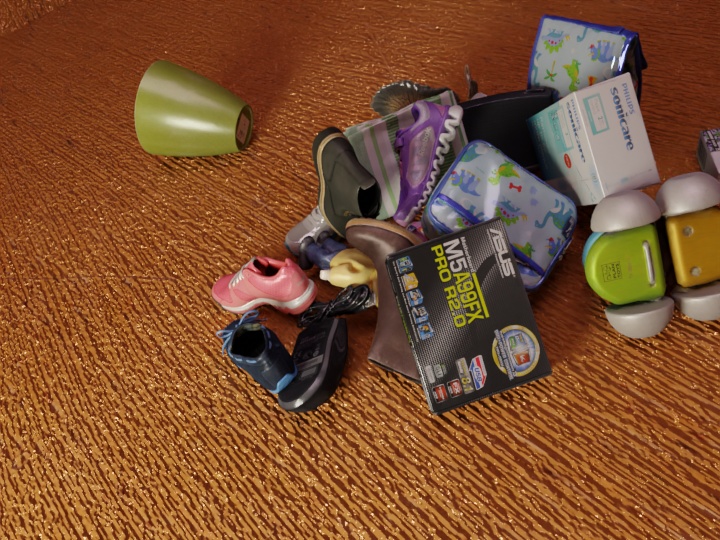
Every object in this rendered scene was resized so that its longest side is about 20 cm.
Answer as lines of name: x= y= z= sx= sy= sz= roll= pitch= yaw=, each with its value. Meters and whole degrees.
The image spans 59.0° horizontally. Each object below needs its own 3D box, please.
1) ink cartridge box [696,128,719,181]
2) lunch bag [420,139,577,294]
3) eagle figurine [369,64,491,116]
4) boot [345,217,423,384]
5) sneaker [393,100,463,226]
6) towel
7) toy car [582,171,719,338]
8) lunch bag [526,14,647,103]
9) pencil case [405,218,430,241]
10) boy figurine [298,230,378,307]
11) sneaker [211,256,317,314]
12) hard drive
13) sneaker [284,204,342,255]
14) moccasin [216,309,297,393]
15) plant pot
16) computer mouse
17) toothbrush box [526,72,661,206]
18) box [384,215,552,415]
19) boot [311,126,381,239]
ink cartridge box: x=0.618 y=-0.169 z=0.944 sx=0.193 sy=0.051 sz=0.111 roll=-4 pitch=45 yaw=14
lunch bag: x=0.192 y=-0.067 z=0.891 sx=0.198 sy=0.083 sz=0.162 roll=38 pitch=73 yaw=6
eagle figurine: x=0.132 y=-0.259 z=1.133 sx=0.194 sy=0.153 sz=0.154 roll=-18 pitch=57 yaw=-16
boot: x=0.042 y=0.038 z=0.841 sx=0.195 sy=0.073 sz=0.170 roll=26 pitch=72 yaw=1
sneaker: x=0.084 y=-0.171 z=0.977 sx=0.086 sy=0.080 sz=0.206 roll=22 pitch=85 yaw=-6
towel: x=0.082 y=-0.185 z=1.023 sx=0.195 sy=0.157 sz=0.023 roll=-23 pitch=10 yaw=-7
toy car: x=0.377 y=-0.024 z=0.820 sx=0.193 sy=0.181 sz=0.150 roll=-15 pitch=9 yaw=2
lunch bag: x=0.369 y=-0.310 z=1.051 sx=0.127 sy=0.204 sz=0.168 roll=-40 pitch=47 yaw=-23
pencil case: x=0.155 y=-0.084 z=0.979 sx=0.198 sy=0.089 sz=0.087 roll=-36 pitch=47 yaw=-15
boy figurine: x=0.000 y=0.000 z=0.959 sx=0.197 sy=0.066 sz=0.123 roll=27 pitch=31 yaw=31
sneaker: x=-0.157 y=0.011 z=0.970 sx=0.194 sy=0.088 sz=0.075 roll=-2 pitch=44 yaw=31
hard drive: x=0.227 y=-0.220 z=1.055 sx=0.193 sy=0.140 sz=0.042 roll=-8 pitch=12 yaw=12
sneaker: x=-0.045 y=-0.098 z=1.057 sx=0.197 sy=0.082 sz=0.077 roll=-33 pitch=47 yaw=-14
moccasin: x=-0.146 y=0.096 z=0.875 sx=0.081 sy=0.069 sz=0.198 roll=-46 pitch=31 yaw=-19
plant pot: x=-0.326 y=-0.312 z=1.304 sx=0.194 sy=0.190 sz=0.190 roll=15 pitch=50 yaw=9
computer mouse: x=-0.048 y=0.115 z=0.863 sx=0.136 sy=0.053 sz=0.203 roll=-21 pitch=33 yaw=34
toothbrush box: x=0.323 y=-0.174 z=0.906 sx=0.083 sy=0.151 sz=0.200 roll=-18 pitch=5 yaw=-3
box: x=0.131 y=0.056 z=0.796 sx=0.155 sy=0.044 sz=0.206 roll=-17 pitch=83 yaw=-1
boot: x=-0.007 y=-0.088 z=0.926 sx=0.076 sy=0.202 sz=0.139 roll=-31 pitch=50 yaw=-8
